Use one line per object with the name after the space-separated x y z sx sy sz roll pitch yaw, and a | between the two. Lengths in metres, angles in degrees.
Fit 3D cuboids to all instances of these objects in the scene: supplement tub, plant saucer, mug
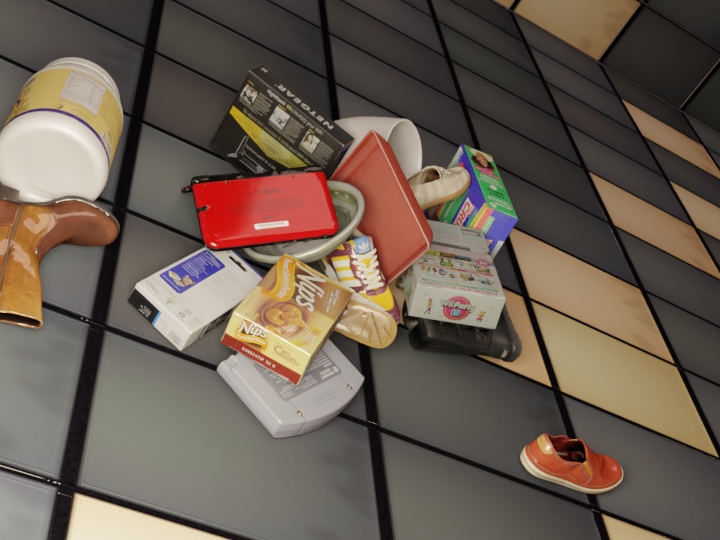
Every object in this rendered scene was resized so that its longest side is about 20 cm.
-0.397 -0.186 1.352 0.144 0.146 0.201 24 31 -20 | supplement tub
0.031 -0.088 1.562 0.036 0.200 0.202 -19 77 -31 | plant saucer
-0.083 -0.061 1.526 0.201 0.197 0.051 -92 166 -54 | plant saucer
0.011 -0.193 1.769 0.173 0.150 0.199 8 6 29 | mug

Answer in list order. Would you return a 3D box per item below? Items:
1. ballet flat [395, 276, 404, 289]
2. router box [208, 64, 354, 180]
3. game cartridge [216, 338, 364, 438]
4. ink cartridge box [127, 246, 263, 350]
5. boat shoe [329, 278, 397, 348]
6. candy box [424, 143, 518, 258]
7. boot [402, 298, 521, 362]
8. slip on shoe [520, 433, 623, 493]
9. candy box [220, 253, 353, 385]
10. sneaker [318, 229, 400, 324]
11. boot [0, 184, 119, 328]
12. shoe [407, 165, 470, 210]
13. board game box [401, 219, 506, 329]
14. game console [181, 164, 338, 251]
0.140 0.007 1.705 0.198 0.047 0.067 -5 16 -37 | ballet flat
-0.131 -0.210 1.655 0.199 0.158 0.052 39 30 4 | router box
-0.083 0.146 1.327 0.133 0.041 0.199 43 30 18 | game cartridge
-0.213 0.028 1.352 0.099 0.039 0.200 41 31 8 | ink cartridge box
-0.039 0.053 1.481 0.198 0.072 0.069 28 8 -1 | boat shoe
0.193 -0.098 1.825 0.076 0.170 0.201 14 35 -23 | candy box
0.151 0.075 1.655 0.197 0.066 0.166 8 32 -28 | boot
0.332 0.290 1.534 0.198 0.061 0.075 19 32 -31 | slip on shoe
-0.093 0.060 1.348 0.114 0.056 0.200 29 27 3 | candy box
0.000 0.000 1.549 0.074 0.091 0.200 -16 53 -34 | sneaker
-0.380 -0.015 1.207 0.186 0.069 0.201 19 35 -28 | boot
0.121 -0.145 1.710 0.069 0.054 0.199 14 31 38 | shoe
0.140 0.000 1.619 0.145 0.065 0.201 10 32 -11 | board game box
-0.151 -0.088 1.487 0.197 0.119 0.174 -8 63 -18 | game console
